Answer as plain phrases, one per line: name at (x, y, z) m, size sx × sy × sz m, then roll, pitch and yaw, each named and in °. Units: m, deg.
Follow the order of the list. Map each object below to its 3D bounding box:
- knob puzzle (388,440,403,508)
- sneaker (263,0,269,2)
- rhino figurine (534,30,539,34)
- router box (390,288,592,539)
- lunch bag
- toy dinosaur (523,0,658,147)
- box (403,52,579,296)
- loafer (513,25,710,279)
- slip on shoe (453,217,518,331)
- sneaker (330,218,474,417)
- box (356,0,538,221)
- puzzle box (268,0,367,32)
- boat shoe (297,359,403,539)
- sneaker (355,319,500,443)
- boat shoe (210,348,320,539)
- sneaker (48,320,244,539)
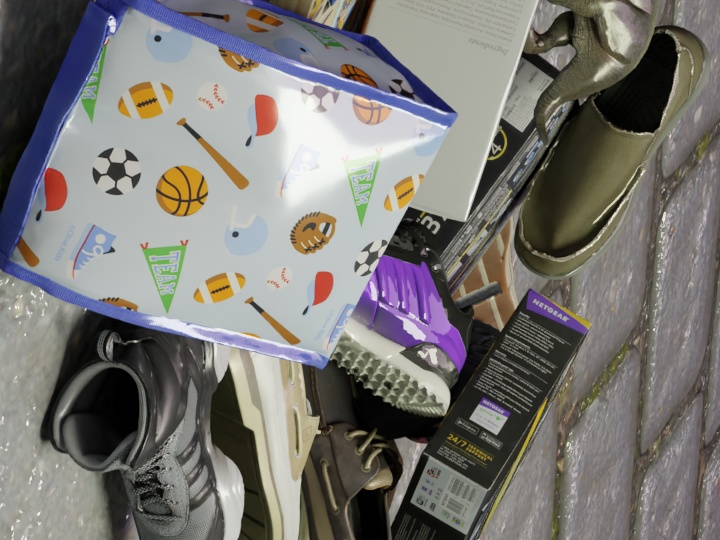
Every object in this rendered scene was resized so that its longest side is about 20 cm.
knob puzzle at (-0.032, 0.138, 1.640) m, size 0.220 × 0.030 × 0.220 m, roll 0°, pitch 90°, yaw -67°
sneaker at (-0.064, -0.225, 1.296) m, size 0.080 × 0.070 × 0.201 m, roll -41°, pitch 140°, yaw -54°
rhino figurine at (0.057, -0.150, 1.620) m, size 0.060 × 0.087 × 0.200 m, roll -43°, pitch 178°, yaw 38°
router box at (0.079, 0.129, 1.623) m, size 0.157 × 0.052 × 0.200 m, roll -54°, pitch 170°, yaw -35°
lunch bag at (-0.082, -0.059, 1.242) m, size 0.200 × 0.124 × 0.170 m, roll 12°, pitch 111°, yaw -38°
toy dinosaur at (0.157, -0.176, 1.538) m, size 0.077 × 0.102 × 0.200 m, roll 144°, pitch -42°, yaw -63°
box at (0.077, -0.050, 1.639) m, size 0.200 × 0.049 × 0.161 m, roll -54°, pitch 168°, yaw 1°
loafer at (0.165, -0.088, 1.622) m, size 0.200 × 0.075 × 0.070 m, roll -60°, pitch 160°, yaw -3°
slip on shoe at (0.081, -0.010, 1.788) m, size 0.076 × 0.061 × 0.200 m, roll -22°, pitch 124°, yaw -7°
sneaker at (0.000, 0.000, 1.507) m, size 0.200 × 0.070 × 0.100 m, roll 43°, pitch 65°, yaw -31°
box at (0.047, -0.143, 1.472) m, size 0.124 × 0.097 × 0.200 m, roll -106°, pitch -146°, yaw -83°
puzzle box at (-0.030, -0.137, 1.397) m, size 0.133 × 0.025 × 0.200 m, roll -57°, pitch 173°, yaw -38°
boat shoe at (-0.007, 0.129, 1.558) m, size 0.074 × 0.073 × 0.200 m, roll -18°, pitch 104°, yaw -58°
sneaker at (0.044, 0.099, 1.706) m, size 0.200 × 0.070 × 0.082 m, roll -24°, pitch 138°, yaw -55°
boat shoe at (-0.058, 0.102, 1.492) m, size 0.068 × 0.075 × 0.200 m, roll -33°, pitch 136°, yaw -31°
sneaker at (-0.126, 0.109, 1.361) m, size 0.114 × 0.075 × 0.200 m, roll -33°, pitch 128°, yaw -57°
